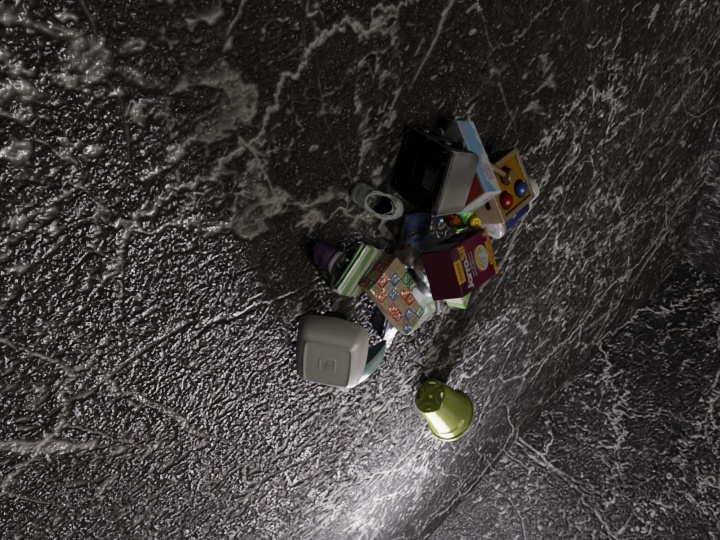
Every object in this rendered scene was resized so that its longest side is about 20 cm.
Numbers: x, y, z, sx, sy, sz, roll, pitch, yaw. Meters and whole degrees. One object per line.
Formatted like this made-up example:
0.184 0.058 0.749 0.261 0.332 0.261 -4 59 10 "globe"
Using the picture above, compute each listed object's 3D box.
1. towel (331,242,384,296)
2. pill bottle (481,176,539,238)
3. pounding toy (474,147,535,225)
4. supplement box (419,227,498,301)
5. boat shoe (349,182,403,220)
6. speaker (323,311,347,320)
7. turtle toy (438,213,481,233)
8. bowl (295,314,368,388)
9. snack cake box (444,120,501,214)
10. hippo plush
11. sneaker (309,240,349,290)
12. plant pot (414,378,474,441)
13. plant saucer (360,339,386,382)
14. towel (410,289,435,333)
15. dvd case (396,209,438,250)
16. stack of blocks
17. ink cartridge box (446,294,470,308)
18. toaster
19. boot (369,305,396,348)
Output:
0.000 0.000 1.487 0.154 0.023 0.200 -57 164 7 "towel"
0.468 -0.205 1.783 0.199 0.111 0.112 -42 141 -13 "pill bottle"
0.388 -0.251 1.601 0.183 0.141 0.203 -36 109 -27 "pounding toy"
0.263 -0.019 1.495 0.198 0.102 0.134 -28 104 -44 "supplement box"
0.055 -0.162 1.430 0.199 0.071 0.071 16 108 -50 "boat shoe"
-0.077 0.220 1.585 0.080 0.081 0.204 -22 132 -31 "speaker"
0.261 -0.202 1.568 0.098 0.146 0.205 -9 109 -13 "turtle toy"
-0.082 0.225 1.492 0.075 0.194 0.204 -73 173 -59 "bowl"
0.266 -0.262 1.441 0.066 0.204 0.115 -9 164 -37 "snack cake box"
0.203 -0.026 1.577 0.161 0.199 0.160 -44 163 -21 "hippo plush"
-0.081 -0.021 1.411 0.076 0.087 0.201 -51 168 -17 "sneaker"
0.300 0.505 2.122 0.201 0.200 0.184 -48 131 -4 "plant pot"
0.012 0.283 1.659 0.200 0.039 0.201 -42 -179 1 "plant saucer"
0.168 0.098 1.755 0.171 0.048 0.201 -42 141 -6 "towel"
0.162 -0.085 1.642 0.140 0.017 0.204 -16 128 -38 "dvd case"
0.097 0.065 1.547 0.116 0.058 0.201 -49 124 -14 "stack of blocks"
0.298 0.021 1.791 0.201 0.066 0.119 52 54 -51 "ink cartridge box"
0.181 -0.239 1.406 0.117 0.181 0.204 -8 125 -36 "toaster"
0.065 0.163 1.705 0.202 0.088 0.074 110 -1 -54 "boot"
